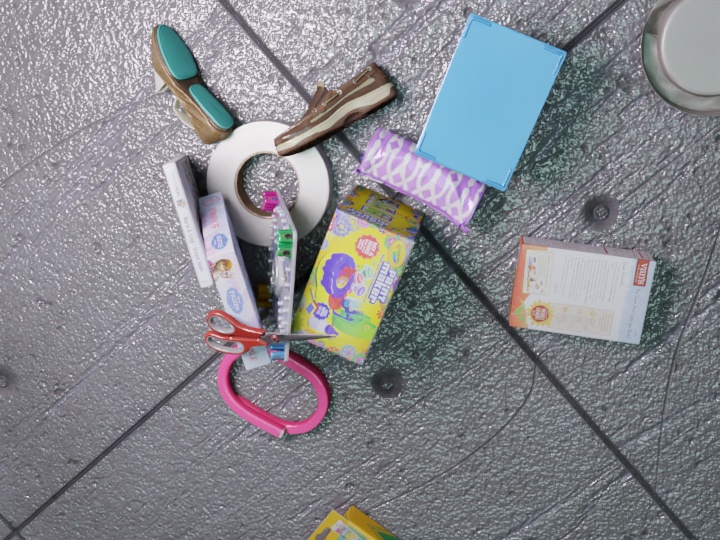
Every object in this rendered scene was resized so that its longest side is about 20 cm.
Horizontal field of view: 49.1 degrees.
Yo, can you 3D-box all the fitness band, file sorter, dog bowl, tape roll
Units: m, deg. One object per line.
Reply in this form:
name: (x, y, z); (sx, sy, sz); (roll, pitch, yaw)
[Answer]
fitness band: (-0.148, 0.201, 1.344); (0.199, 0.037, 0.144); (30, 108, -1)
file sorter: (0.182, -0.240, 1.123); (0.138, 0.123, 0.201); (23, 107, 3)
dog bowl: (0.484, -0.316, 1.087); (0.199, 0.059, 0.201); (2, 106, 8)
tape roll: (-0.144, -0.138, 1.248); (0.202, 0.037, 0.204); (2, 106, 8)

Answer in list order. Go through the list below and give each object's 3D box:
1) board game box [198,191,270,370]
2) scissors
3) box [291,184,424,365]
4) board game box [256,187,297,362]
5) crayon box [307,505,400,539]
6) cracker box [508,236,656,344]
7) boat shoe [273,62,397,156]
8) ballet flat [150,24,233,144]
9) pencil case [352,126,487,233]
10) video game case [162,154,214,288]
board game box: (-0.191, 0.012, 1.187); (0.041, 0.200, 0.201); (-17, 121, -6)
scissors: (-0.128, 0.097, 1.098); (0.199, 0.014, 0.073); (9, 124, 13)
box: (0.000, 0.000, 1.182); (0.121, 0.193, 0.201); (23, 107, 1)
board game box: (-0.127, 0.002, 1.165); (0.026, 0.200, 0.201); (0, 114, -14)
crayon box: (0.001, 0.509, 1.399); (0.200, 0.052, 0.126); (37, 108, -3)
cracker box: (0.336, 0.029, 1.208); (0.199, 0.058, 0.135); (8, 107, 8)
boat shoe: (-0.047, -0.243, 1.173); (0.202, 0.075, 0.075); (-30, 92, -10)
ballet flat: (-0.273, -0.278, 1.215); (0.072, 0.068, 0.200); (-35, 91, 37)
pencil case: (0.090, -0.139, 1.184); (0.199, 0.084, 0.086); (26, 74, 2)
video game case: (-0.253, -0.081, 1.198); (0.024, 0.200, 0.183); (-16, 103, -4)
